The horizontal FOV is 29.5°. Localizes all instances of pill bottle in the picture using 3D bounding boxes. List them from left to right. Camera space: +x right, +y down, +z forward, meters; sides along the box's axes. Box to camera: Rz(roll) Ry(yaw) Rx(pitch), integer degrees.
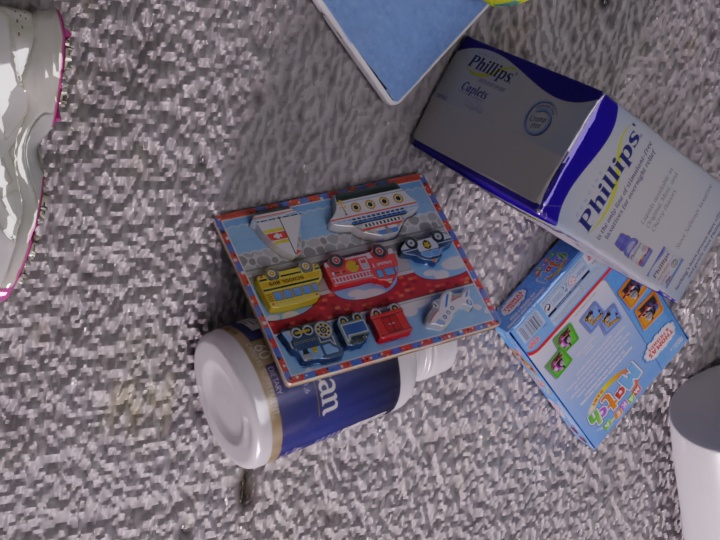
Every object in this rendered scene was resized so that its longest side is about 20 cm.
[{"bbox_3d":[-0.024,0.073,1.099,0.198,0.111,0.113,-20,120,-27],"label":"pill bottle"}]

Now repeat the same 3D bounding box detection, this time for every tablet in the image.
[{"bbox_3d":[0.058,-0.243,1.086,0.200,0.014,0.130,-48,128,-10],"label":"tablet"}]

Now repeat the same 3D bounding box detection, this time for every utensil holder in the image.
[{"bbox_3d":[0.411,0.221,1.433,0.169,0.169,0.202,-29,121,-22],"label":"utensil holder"}]

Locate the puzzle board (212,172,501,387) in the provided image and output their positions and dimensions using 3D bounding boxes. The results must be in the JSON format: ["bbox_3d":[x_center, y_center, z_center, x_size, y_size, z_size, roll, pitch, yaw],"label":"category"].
[{"bbox_3d":[0.000,0.000,1.074,0.198,0.152,0.017,-13,155,-30],"label":"puzzle board"}]

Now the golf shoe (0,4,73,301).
[{"bbox_3d":[-0.249,-0.080,0.914,0.090,0.075,0.203,8,103,-21],"label":"golf shoe"}]

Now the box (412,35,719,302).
[{"bbox_3d":[0.174,-0.083,1.126,0.199,0.184,0.106,28,94,-39],"label":"box"}]

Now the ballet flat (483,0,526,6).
[{"bbox_3d":[0.136,-0.304,1.065,0.066,0.067,0.203,5,106,-35],"label":"ballet flat"}]

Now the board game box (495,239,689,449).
[{"bbox_3d":[0.224,0.057,1.314,0.151,0.036,0.200,-47,128,-9],"label":"board game box"}]
